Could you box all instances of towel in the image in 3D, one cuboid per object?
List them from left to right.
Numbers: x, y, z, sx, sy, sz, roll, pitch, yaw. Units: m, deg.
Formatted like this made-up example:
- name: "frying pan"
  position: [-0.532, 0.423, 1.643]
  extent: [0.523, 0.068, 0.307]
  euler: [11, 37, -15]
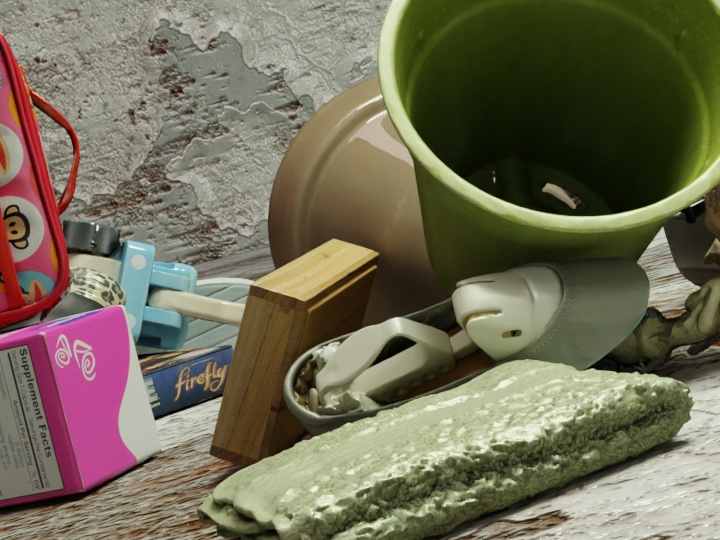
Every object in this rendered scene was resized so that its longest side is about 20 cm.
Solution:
- name: "towel"
  position: [0.034, 0.081, 0.782]
  extent: [0.199, 0.037, 0.148]
  euler: [-17, 6, -22]

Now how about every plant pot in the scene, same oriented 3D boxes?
- name: "plant pot"
  position: [0.063, -0.022, 1.197]
  extent: [0.200, 0.201, 0.174]
  euler: [-17, 23, -25]
- name: "plant pot"
  position: [0.105, -0.059, 0.998]
  extent: [0.199, 0.201, 0.190]
  euler: [-16, -29, -11]

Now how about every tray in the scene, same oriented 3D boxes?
- name: "tray"
  position: [-0.034, 0.045, 1.049]
  extent: [0.037, 0.099, 0.200]
  euler: [16, 11, 9]

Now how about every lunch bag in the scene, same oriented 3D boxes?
- name: "lunch bag"
  position: [-0.263, -0.054, 1.127]
  extent: [0.175, 0.201, 0.082]
  euler: [-15, -1, -12]

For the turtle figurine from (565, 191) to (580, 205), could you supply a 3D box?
- name: "turtle figurine"
  position: [0.161, -0.102, 1.766]
  extent: [0.194, 0.200, 0.144]
  euler: [-37, 51, -16]

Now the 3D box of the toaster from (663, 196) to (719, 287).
- name: "toaster"
  position: [0.272, -0.047, 1.117]
  extent: [0.199, 0.114, 0.129]
  euler: [-18, 1, -11]

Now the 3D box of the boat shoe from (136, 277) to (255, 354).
- name: "boat shoe"
  position: [-0.170, 0.053, 1.560]
  extent: [0.199, 0.074, 0.067]
  euler: [-16, 6, 2]

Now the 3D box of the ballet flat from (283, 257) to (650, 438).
- name: "ballet flat"
  position: [0.049, 0.038, 0.902]
  extent: [0.199, 0.068, 0.064]
  euler: [-26, -43, 21]

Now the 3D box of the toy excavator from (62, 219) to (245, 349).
- name: "toy excavator"
  position: [-0.151, 0.025, 1.435]
  extent: [0.199, 0.100, 0.194]
  euler: [11, -8, -17]

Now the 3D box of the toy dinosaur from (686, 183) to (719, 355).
- name: "toy dinosaur"
  position: [0.268, -0.014, 0.971]
  extent: [0.135, 0.086, 0.200]
  euler: [35, 56, 25]

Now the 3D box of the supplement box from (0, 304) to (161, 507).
- name: "supplement box"
  position: [-0.242, 0.096, 1.115]
  extent: [0.199, 0.104, 0.101]
  euler: [-11, 4, 23]

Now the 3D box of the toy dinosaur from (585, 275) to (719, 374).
- name: "toy dinosaur"
  position: [0.113, 0.044, 0.957]
  extent: [0.200, 0.048, 0.088]
  euler: [-14, -1, 45]

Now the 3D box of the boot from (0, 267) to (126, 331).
- name: "boot"
  position: [-0.268, 0.074, 1.268]
  extent: [0.203, 0.074, 0.154]
  euler: [-9, 35, 15]

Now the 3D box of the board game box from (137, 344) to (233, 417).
- name: "board game box"
  position: [-0.201, 0.097, 1.379]
  extent: [0.135, 0.035, 0.200]
  euler: [-18, 5, -36]
